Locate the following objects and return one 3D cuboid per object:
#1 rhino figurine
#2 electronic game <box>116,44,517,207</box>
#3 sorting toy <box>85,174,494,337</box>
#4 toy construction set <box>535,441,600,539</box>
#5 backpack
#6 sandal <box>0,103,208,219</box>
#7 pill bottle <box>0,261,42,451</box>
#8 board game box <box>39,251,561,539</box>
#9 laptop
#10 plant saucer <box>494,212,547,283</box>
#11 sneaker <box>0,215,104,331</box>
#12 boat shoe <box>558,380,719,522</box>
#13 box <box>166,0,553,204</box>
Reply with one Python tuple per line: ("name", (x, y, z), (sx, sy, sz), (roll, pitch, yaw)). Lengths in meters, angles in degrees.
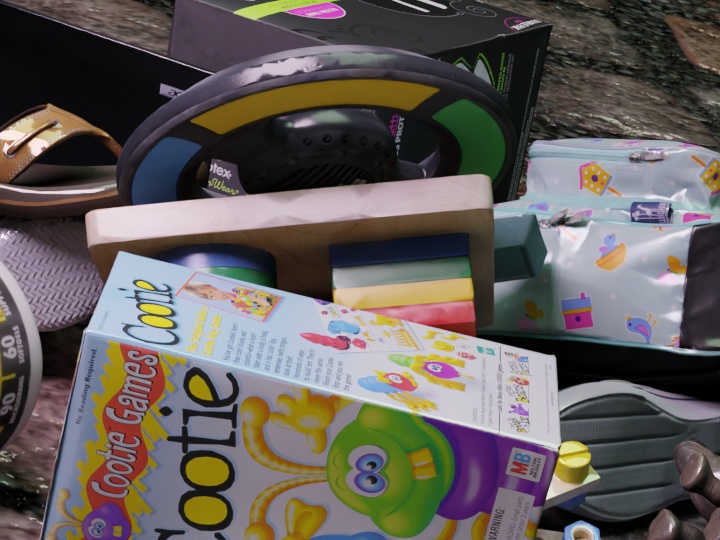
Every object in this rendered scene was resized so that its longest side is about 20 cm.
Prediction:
("rhino figurine", (0.194, 0.137, 1.364), (0.087, 0.060, 0.200), (32, 15, -11))
("electronic game", (-0.021, -0.053, 1.328), (0.200, 0.200, 0.042), (5, 61, -27))
("sorting toy", (-0.028, 0.025, 1.379), (0.198, 0.070, 0.200), (-5, -18, 1))
("toy construction set", (0.012, 0.103, 1.299), (0.200, 0.092, 0.131), (1, 42, -27))
("backpack", (0.148, 0.002, 1.549), (0.200, 0.154, 0.176), (-5, -8, 26))
("sandal", (-0.180, -0.060, 1.397), (0.200, 0.055, 0.082), (3, 12, 7))
("pill bottle", (-0.243, 0.052, 1.196), (0.114, 0.114, 0.200), (24, 21, 25))
("board game box", (-0.024, 0.077, 1.149), (0.200, 0.103, 0.105), (14, 19, -2))
("laptop", (-0.148, -0.065, 1.512), (0.177, 0.103, 0.200), (20, -6, 15))
("plant saucer", (0.000, 0.000, 1.451), (0.200, 0.019, 0.070), (-7, -19, 8))
("sneaker", (-0.238, 0.001, 1.418), (0.200, 0.075, 0.115), (-6, 10, -18))
("boat shoe", (0.140, 0.097, 1.454), (0.067, 0.074, 0.200), (12, 0, 44))
("box", (-0.005, -0.097, 1.578), (0.148, 0.125, 0.200), (20, 20, 27))
